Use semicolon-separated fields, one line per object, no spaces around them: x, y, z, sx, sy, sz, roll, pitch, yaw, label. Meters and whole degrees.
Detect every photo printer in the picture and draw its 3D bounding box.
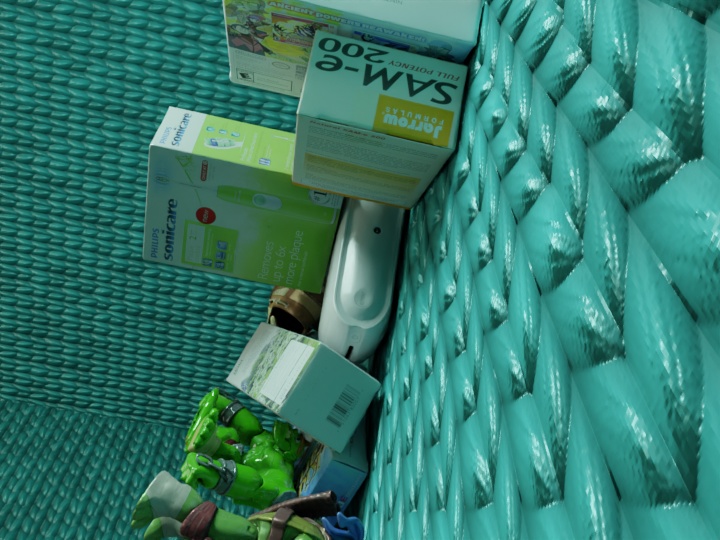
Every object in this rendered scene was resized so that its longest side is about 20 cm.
0.000;0.000;0.890;0.167;0.069;0.202;112;167;-70;photo printer

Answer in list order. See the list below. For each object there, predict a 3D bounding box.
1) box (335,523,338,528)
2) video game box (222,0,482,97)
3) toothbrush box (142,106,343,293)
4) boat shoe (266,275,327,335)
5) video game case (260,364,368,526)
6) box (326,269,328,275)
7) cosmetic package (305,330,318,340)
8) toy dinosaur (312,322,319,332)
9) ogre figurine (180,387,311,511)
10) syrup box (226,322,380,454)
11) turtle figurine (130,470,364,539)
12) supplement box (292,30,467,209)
-0.053;0.314;1.043;0.137;0.037;0.201;-87;9;-57;box
-0.015;-0.192;0.700;0.182;0.198;0.047;129;152;-80;video game box
-0.122;-0.072;0.879;0.086;0.198;0.146;-84;8;-52;toothbrush box
-0.089;0.053;1.041;0.074;0.076;0.200;-52;3;-23;boat shoe
-0.055;0.224;0.907;0.201;0.045;0.182;-61;14;24;video game case
-0.071;-0.064;1.102;0.105;0.198;0.149;107;171;-54;box
-0.074;0.147;1.138;0.108;0.084;0.200;61;175;-1;cosmetic package
-0.049;0.064;1.163;0.200;0.101;0.078;-103;23;-81;toy dinosaur
-0.122;0.191;0.858;0.099;0.119;0.200;-61;11;-13;ogre figurine
-0.066;0.116;0.857;0.079;0.081;0.200;-58;20;-11;syrup box
-0.108;0.269;0.697;0.144;0.193;0.201;9;-77;-78;turtle figurine
0.008;-0.122;0.720;0.200;0.125;0.074;127;155;-79;supplement box
